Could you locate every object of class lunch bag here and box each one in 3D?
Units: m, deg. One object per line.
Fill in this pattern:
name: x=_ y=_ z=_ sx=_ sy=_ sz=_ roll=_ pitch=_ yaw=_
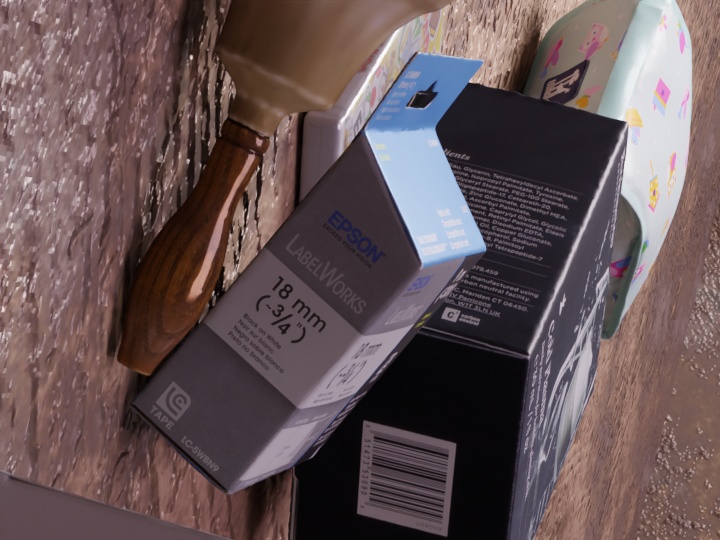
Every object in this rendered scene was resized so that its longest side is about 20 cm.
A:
lunch bag: x=0.159 y=-0.080 z=1.900 sx=0.200 sy=0.122 sz=0.171 roll=94 pitch=16 yaw=-57

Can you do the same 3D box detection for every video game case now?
video game case: x=0.005 y=-0.047 z=1.498 sx=0.182 sy=0.023 sz=0.200 roll=-61 pitch=160 yaw=-49

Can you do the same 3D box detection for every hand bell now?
hand bell: x=-0.051 y=-0.049 z=1.176 sx=0.200 sy=0.104 sz=0.104 roll=-63 pitch=167 yaw=2

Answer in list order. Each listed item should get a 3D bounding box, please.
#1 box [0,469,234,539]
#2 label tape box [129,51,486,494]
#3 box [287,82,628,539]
box: x=-0.084 y=0.177 z=1.072 sx=0.200 sy=0.152 sz=0.106 roll=79 pitch=29 yaw=-60
label tape box: x=0.000 y=0.000 z=1.259 sx=0.200 sy=0.063 sz=0.144 roll=-50 pitch=171 yaw=11
box: x=0.051 y=0.040 z=1.476 sx=0.197 sy=0.124 sz=0.200 roll=-65 pitch=164 yaw=-46
